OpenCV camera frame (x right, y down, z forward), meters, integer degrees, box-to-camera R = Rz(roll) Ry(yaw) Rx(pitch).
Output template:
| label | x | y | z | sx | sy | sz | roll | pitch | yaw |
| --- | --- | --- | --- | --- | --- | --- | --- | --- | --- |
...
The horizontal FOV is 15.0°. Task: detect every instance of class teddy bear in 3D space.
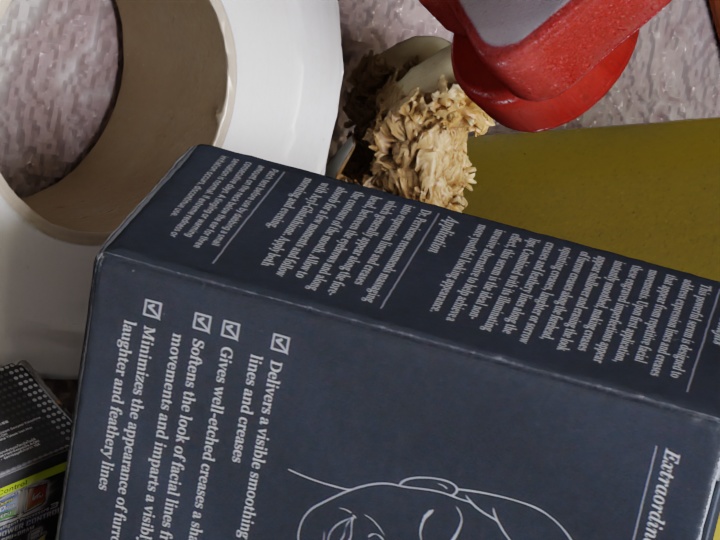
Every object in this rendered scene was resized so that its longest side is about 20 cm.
| label | x | y | z | sx | sy | sz | roll | pitch | yaw |
| --- | --- | --- | --- | --- | --- | --- | --- | --- | --- |
| teddy bear | 0.000 | 0.000 | 0.995 | 0.067 | 0.145 | 0.201 | 29 | 76 | -18 |

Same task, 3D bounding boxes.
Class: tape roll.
| label | x | y | z | sx | sy | sz | roll | pitch | yaw |
| --- | --- | --- | --- | --- | --- | --- | --- | --- | --- |
| tape roll | -0.103 | -0.066 | 0.930 | 0.202 | 0.071 | 0.203 | -11 | 108 | -38 |

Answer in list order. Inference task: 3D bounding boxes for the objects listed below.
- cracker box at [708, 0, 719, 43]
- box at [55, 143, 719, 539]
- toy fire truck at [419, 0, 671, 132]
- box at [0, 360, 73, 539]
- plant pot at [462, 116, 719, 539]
| label | x | y | z | sx | sy | sz | roll | pitch | yaw |
| --- | --- | --- | --- | --- | --- | --- | --- | --- | --- |
| cracker box | 0.265 | -0.138 | 1.174 | 0.200 | 0.134 | 0.058 | -36 | 122 | -27 |
| box | 0.014 | 0.066 | 0.872 | 0.107 | 0.199 | 0.149 | -56 | 160 | -64 |
| toy fire truck | 0.061 | -0.154 | 0.888 | 0.168 | 0.200 | 0.112 | -42 | 131 | 14 |
| box | -0.188 | 0.129 | 0.885 | 0.200 | 0.044 | 0.161 | -22 | 141 | -34 |
| plant pot | 0.124 | 0.076 | 1.040 | 0.200 | 0.199 | 0.177 | 54 | 49 | -35 |
